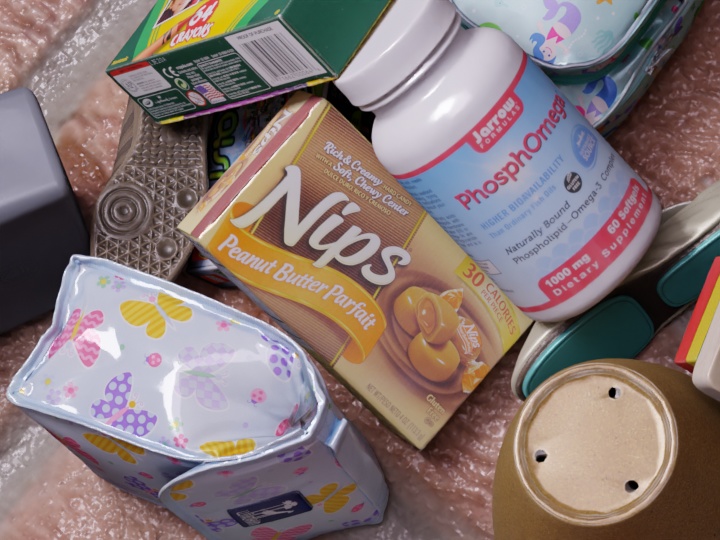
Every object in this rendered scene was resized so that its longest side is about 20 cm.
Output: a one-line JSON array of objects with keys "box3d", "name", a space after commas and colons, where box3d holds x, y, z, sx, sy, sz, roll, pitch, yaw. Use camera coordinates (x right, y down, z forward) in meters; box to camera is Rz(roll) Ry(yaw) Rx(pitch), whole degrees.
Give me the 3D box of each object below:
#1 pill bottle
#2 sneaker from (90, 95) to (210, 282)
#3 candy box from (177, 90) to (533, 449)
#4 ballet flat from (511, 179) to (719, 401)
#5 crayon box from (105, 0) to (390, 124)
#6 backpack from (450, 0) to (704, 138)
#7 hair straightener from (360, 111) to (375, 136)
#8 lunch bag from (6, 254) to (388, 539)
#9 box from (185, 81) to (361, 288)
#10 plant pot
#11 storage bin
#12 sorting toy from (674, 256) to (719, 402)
[{"box3d": [0.078, -0.071, 1.678, 0.109, 0.109, 0.200, -46, 108, -5], "name": "pill bottle"}, {"box3d": [-0.128, -0.062, 1.836, 0.070, 0.076, 0.201, 12, 73, 1], "name": "sneaker"}, {"box3d": [0.000, 0.000, 1.726, 0.200, 0.055, 0.116, 44, 83, -19], "name": "candy box"}, {"box3d": [0.169, 0.008, 1.744, 0.199, 0.070, 0.070, -33, 66, -1], "name": "ballet flat"}, {"box3d": [-0.046, -0.183, 1.743, 0.200, 0.058, 0.173, -10, 42, 53], "name": "crayon box"}, {"box3d": [0.118, -0.175, 1.767, 0.177, 0.151, 0.201, 33, 96, 8], "name": "backpack"}, {"box3d": [0.039, -0.052, 1.804, 0.199, 0.041, 0.077, 31, 81, 22], "name": "hair straightener"}, {"box3d": [-0.090, 0.093, 1.716, 0.199, 0.170, 0.128, 18, 75, 19], "name": "lunch bag"}, {"box3d": [-0.049, -0.092, 1.819, 0.110, 0.035, 0.201, -9, 65, 44], "name": "box"}, {"box3d": [0.151, 0.128, 1.627, 0.185, 0.200, 0.187, -4, 71, 13], "name": "plant pot"}, {"box3d": [-0.249, -0.037, 1.801, 0.134, 0.200, 0.146, -20, 67, -5], "name": "storage bin"}, {"box3d": [0.292, 0.019, 1.651, 0.198, 0.070, 0.201, 29, 74, -22], "name": "sorting toy"}]
